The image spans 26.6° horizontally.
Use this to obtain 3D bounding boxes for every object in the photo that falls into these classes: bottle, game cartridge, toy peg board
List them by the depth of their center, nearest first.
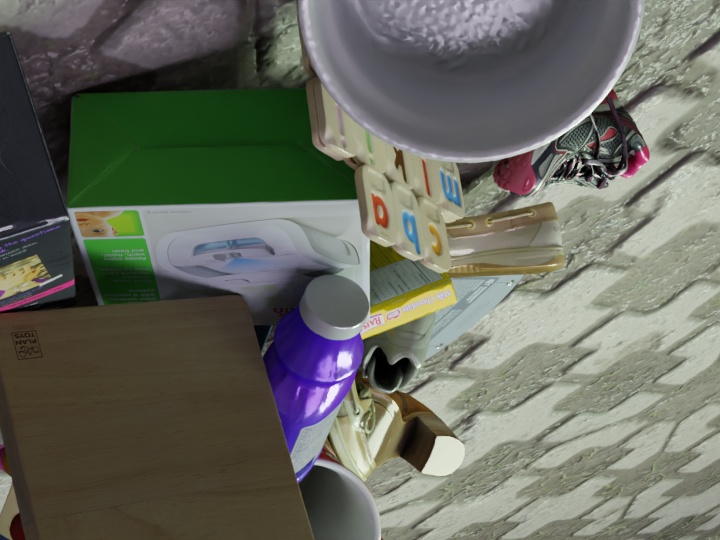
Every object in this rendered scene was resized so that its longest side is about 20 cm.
[{"bbox_3d":[-0.156,0.132,1.017,0.199,0.200,0.098,-4,159,-41],"label":"toy peg board"},{"bbox_3d":[-0.043,0.083,1.105,0.084,0.065,0.200,-49,168,-41],"label":"bottle"},{"bbox_3d":[0.074,0.031,1.502,0.133,0.041,0.200,5,143,-41],"label":"game cartridge"}]

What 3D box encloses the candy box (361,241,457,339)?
[{"bbox_3d":[0.000,0.000,1.222,0.102,0.200,0.027,-23,114,-6],"label":"candy box"}]

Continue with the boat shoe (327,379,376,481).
[{"bbox_3d":[-0.016,0.088,1.323,0.063,0.202,0.073,-19,-171,-5],"label":"boat shoe"}]

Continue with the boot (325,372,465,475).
[{"bbox_3d":[-0.006,0.127,1.468,0.199,0.155,0.077,17,101,-38],"label":"boot"}]

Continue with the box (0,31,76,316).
[{"bbox_3d":[-0.241,-0.041,0.928,0.106,0.123,0.200,-18,167,-14],"label":"box"}]

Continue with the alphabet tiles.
[{"bbox_3d":[0.016,-0.100,1.008,0.015,0.197,0.200,-17,160,24],"label":"alphabet tiles"}]

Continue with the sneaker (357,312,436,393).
[{"bbox_3d":[0.016,0.073,1.388,0.075,0.092,0.200,13,159,-9],"label":"sneaker"}]

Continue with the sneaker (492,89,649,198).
[{"bbox_3d":[0.177,-0.097,1.221,0.081,0.075,0.200,-44,171,37],"label":"sneaker"}]

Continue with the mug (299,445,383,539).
[{"bbox_3d":[-0.063,0.210,1.300,0.133,0.178,0.200,-30,-161,-7],"label":"mug"}]

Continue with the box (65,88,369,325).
[{"bbox_3d":[-0.092,-0.041,1.067,0.199,0.097,0.177,-1,150,-1],"label":"box"}]

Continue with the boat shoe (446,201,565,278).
[{"bbox_3d":[0.079,-0.030,1.342,0.199,0.070,0.074,-1,173,1],"label":"boat shoe"}]

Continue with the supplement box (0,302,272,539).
[{"bbox_3d":[-0.181,0.122,1.217,0.134,0.201,0.200,26,141,-6],"label":"supplement box"}]

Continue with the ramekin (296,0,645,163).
[{"bbox_3d":[0.064,-0.175,0.909,0.199,0.098,0.201,1,117,1],"label":"ramekin"}]

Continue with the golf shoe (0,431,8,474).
[{"bbox_3d":[-0.289,0.098,0.992,0.199,0.092,0.075,1,174,-39],"label":"golf shoe"}]
